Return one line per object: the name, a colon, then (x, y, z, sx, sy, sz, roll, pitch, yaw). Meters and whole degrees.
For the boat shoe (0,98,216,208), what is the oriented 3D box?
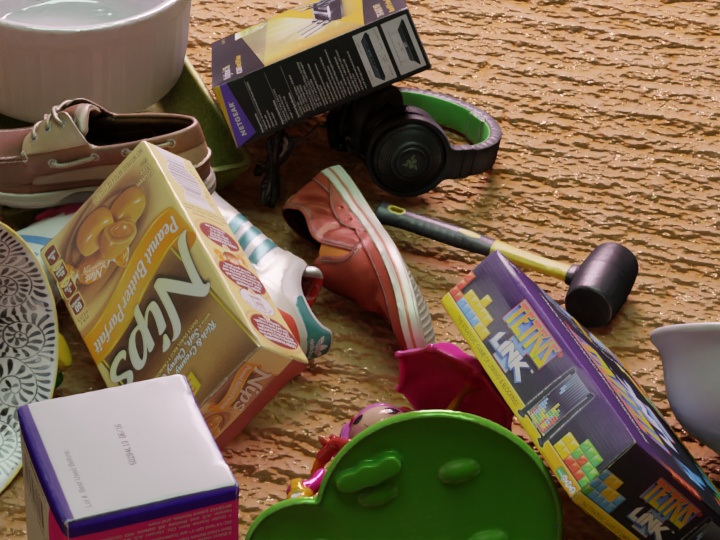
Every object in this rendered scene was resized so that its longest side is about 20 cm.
boat shoe: (-0.201, -0.089, 1.655, 0.199, 0.072, 0.076, 2, 32, 4)

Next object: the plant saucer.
plant saucer: (-0.208, -0.099, 1.797, 0.200, 0.048, 0.200, -12, 40, -19)

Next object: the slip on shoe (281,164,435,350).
slip on shoe: (0.000, 0.000, 1.674, 0.061, 0.074, 0.200, -30, 45, -4)

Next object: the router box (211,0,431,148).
router box: (-0.034, -0.166, 1.794, 0.157, 0.052, 0.200, -23, 16, 2)

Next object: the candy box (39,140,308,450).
candy box: (-0.128, 0.024, 1.557, 0.055, 0.115, 0.200, 23, 28, -48)

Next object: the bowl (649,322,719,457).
bowl: (0.285, 0.091, 1.514, 0.201, 0.091, 0.201, 6, -7, 1)

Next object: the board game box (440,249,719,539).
board game box: (0.151, 0.097, 1.476, 0.057, 0.165, 0.200, -41, 43, 8)

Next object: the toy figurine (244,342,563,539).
toy figurine: (0.030, 0.123, 1.491, 0.200, 0.150, 0.184, -18, 21, 12)

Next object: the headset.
headset: (0.014, -0.094, 1.805, 0.200, 0.094, 0.123, -4, 29, -34)

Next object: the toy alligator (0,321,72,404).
toy alligator: (-0.245, 0.021, 1.583, 0.059, 0.200, 0.054, -28, -6, 11)

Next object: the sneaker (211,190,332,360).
sneaker: (-0.081, 0.003, 1.667, 0.093, 0.070, 0.200, 1, 35, -24)

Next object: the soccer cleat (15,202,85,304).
soccer cleat: (-0.229, 0.004, 1.660, 0.200, 0.070, 0.086, -17, 64, -27)

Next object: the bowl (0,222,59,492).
bowl: (-0.294, 0.057, 1.488, 0.094, 0.201, 0.201, 10, 35, 34)

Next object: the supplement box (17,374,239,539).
supplement box: (-0.131, 0.173, 1.324, 0.103, 0.200, 0.101, -11, 40, -19)

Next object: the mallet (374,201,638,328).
mallet: (0.109, -0.018, 1.713, 0.200, 0.041, 0.066, 24, 41, 22)

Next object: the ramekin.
ramekin: (-0.225, -0.197, 1.805, 0.200, 0.098, 0.201, 2, 38, -2)
